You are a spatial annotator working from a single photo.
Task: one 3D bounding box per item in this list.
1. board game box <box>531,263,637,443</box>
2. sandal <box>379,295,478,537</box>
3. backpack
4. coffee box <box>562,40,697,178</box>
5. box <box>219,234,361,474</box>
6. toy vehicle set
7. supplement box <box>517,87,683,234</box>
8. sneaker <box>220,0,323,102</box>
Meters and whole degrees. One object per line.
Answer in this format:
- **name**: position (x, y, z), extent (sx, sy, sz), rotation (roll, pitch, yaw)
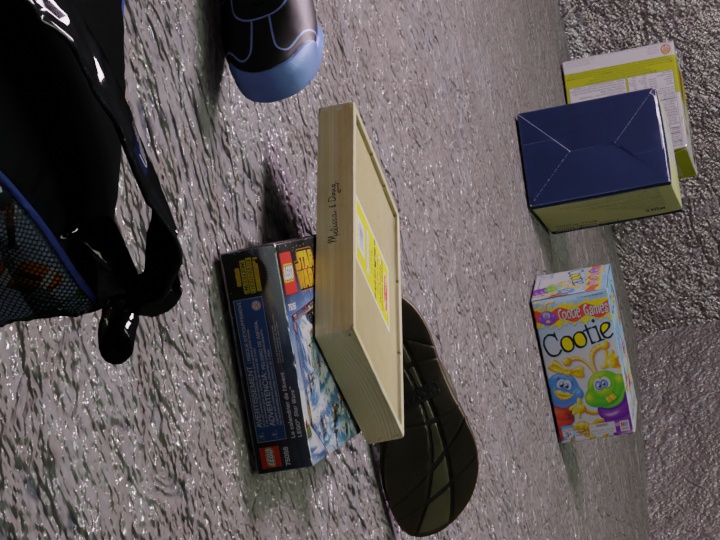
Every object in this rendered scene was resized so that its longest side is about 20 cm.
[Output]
- **board game box**: position (0.296, 0.109, 2.531), extent (0.105, 0.102, 0.202), rotation (-61, 140, -70)
- **sandal**: position (0.036, 0.109, 1.501), extent (0.055, 0.081, 0.202), rotation (-135, -156, -74)
- **backpack**: position (-0.149, -0.090, 0.621), extent (0.191, 0.152, 0.202), rotation (75, 5, -59)
- **coffee box**: position (0.476, -0.264, 3.381), extent (0.200, 0.198, 0.200), rotation (38, 44, -71)
- **box**: position (-0.037, 0.048, 1.256), extent (0.200, 0.039, 0.139), rotation (-14, 95, -78)
- **toy vehicle set**: position (0.000, 0.000, 1.307), extent (0.125, 0.026, 0.202), rotation (67, 18, -47)
- **supplement box**: position (0.338, -0.149, 2.692), extent (0.200, 0.198, 0.136), rotation (34, 48, -72)
- **sneaker**: position (-0.068, -0.198, 1.254), extent (0.078, 0.069, 0.201), rotation (63, 14, -45)
